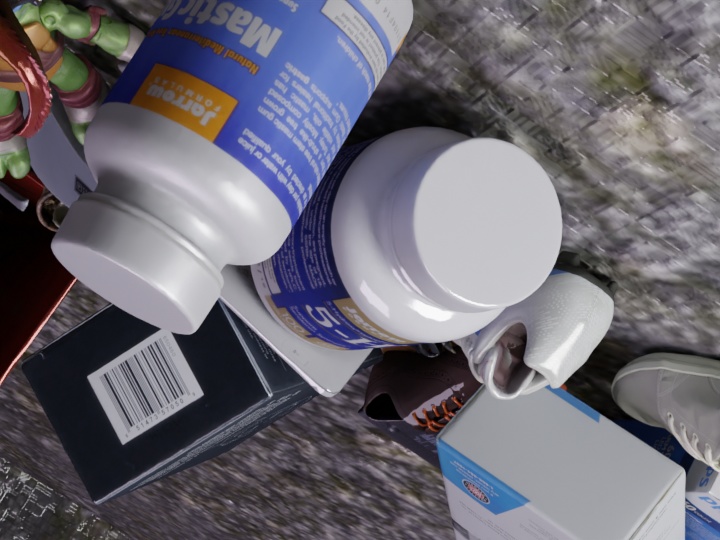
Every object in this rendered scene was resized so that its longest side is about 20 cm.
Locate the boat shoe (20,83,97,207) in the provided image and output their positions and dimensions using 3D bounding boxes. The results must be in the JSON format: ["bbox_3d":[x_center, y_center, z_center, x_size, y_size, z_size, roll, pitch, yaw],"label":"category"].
[{"bbox_3d":[-0.170,-0.076,1.377,0.200,0.066,0.070,43,138,31],"label":"boat shoe"}]

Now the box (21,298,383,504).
[{"bbox_3d":[-0.099,0.059,1.329,0.107,0.148,0.200,61,-160,7],"label":"box"}]

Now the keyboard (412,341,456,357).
[{"bbox_3d":[0.000,0.000,1.340,0.127,0.021,0.200,38,172,41],"label":"keyboard"}]

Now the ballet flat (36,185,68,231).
[{"bbox_3d":[-0.184,-0.050,1.481,0.068,0.067,0.200,37,162,-23],"label":"ballet flat"}]

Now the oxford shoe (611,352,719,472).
[{"bbox_3d":[0.217,0.092,1.225,0.075,0.058,0.200,37,164,-28],"label":"oxford shoe"}]

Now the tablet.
[{"bbox_3d":[-0.069,-0.015,1.251,0.200,0.014,0.130,44,-153,-1],"label":"tablet"}]

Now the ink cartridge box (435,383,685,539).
[{"bbox_3d":[0.137,0.170,1.341,0.145,0.084,0.200,32,157,26],"label":"ink cartridge box"}]

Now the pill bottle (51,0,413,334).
[{"bbox_3d":[-0.066,-0.074,0.986,0.112,0.201,0.112,27,163,9],"label":"pill bottle"}]

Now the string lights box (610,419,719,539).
[{"bbox_3d":[0.227,0.152,1.368,0.103,0.059,0.200,37,162,-18],"label":"string lights box"}]

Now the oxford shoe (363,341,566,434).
[{"bbox_3d":[0.072,0.088,1.425,0.071,0.073,0.200,39,161,-23],"label":"oxford shoe"}]

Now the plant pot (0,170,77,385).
[{"bbox_3d":[-0.365,-0.022,1.688,0.200,0.200,0.176,38,174,-24],"label":"plant pot"}]

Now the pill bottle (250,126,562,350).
[{"bbox_3d":[0.025,-0.017,1.130,0.119,0.120,0.200,36,162,-17],"label":"pill bottle"}]

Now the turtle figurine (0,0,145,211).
[{"bbox_3d":[-0.191,-0.096,1.240,0.199,0.144,0.194,33,167,5],"label":"turtle figurine"}]

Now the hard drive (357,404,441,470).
[{"bbox_3d":[0.103,0.147,1.591,0.199,0.042,0.135,34,163,-9],"label":"hard drive"}]

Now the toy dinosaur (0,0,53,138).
[{"bbox_3d":[-0.223,-0.183,1.056,0.105,0.201,0.181,-10,171,42],"label":"toy dinosaur"}]

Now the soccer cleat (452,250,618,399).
[{"bbox_3d":[0.085,0.039,1.246,0.070,0.087,0.200,35,163,-14],"label":"soccer cleat"}]
